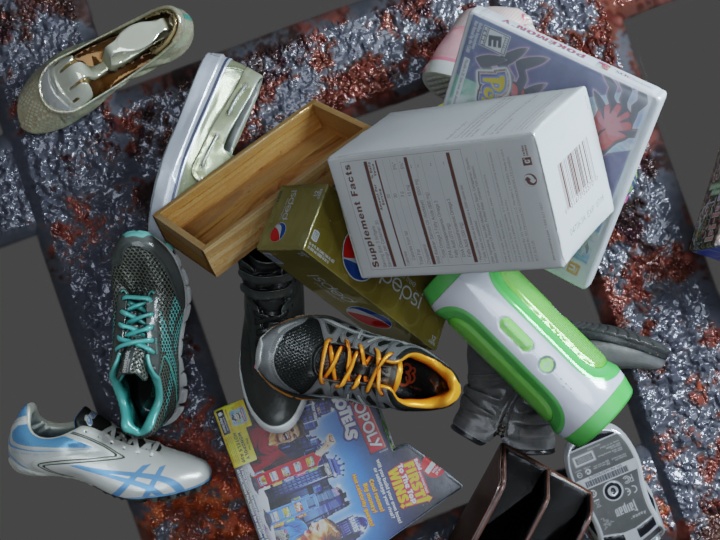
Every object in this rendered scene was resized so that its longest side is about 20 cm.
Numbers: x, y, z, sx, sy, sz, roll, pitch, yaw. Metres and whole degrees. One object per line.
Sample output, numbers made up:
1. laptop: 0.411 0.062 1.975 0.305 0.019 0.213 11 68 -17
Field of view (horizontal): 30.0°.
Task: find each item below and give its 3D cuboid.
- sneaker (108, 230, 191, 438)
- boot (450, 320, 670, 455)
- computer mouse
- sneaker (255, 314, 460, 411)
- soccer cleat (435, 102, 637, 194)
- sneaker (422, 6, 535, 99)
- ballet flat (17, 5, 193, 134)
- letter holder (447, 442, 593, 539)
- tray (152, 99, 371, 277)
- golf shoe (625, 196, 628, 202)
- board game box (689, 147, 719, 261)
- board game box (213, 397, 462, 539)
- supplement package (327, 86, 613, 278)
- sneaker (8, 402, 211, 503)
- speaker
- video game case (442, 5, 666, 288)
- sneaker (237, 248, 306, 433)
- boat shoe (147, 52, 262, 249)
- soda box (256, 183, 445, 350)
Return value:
1. sneaker: -0.200 0.065 1.249 0.077 0.091 0.202 -2 107 7
2. boot: 0.192 0.115 1.294 0.198 0.070 0.133 7 94 8
3. computer mouse: 0.255 0.237 1.294 0.109 0.044 0.202 -21 94 4
4. sneaker: 0.002 0.086 1.207 0.198 0.077 0.079 9 89 -22
5. soccer cleat: 0.156 -0.116 1.215 0.198 0.084 0.065 20 82 8
6. sneaker: 0.168 -0.190 1.277 0.199 0.075 0.105 22 70 11
7. ballet flat: -0.254 -0.202 1.300 0.199 0.062 0.068 -32 88 -1
8. letter holder: 0.123 0.282 1.220 0.100 0.142 0.201 28 100 4
9. tray: -0.087 -0.080 1.252 0.200 0.098 0.037 -39 130 -18
10. golf shoe: 0.157 -0.083 1.297 0.198 0.075 0.092 19 96 9
11. board game box: 0.427 -0.092 1.278 0.158 0.097 0.202 17 88 1
12. board game box: -0.013 0.193 1.285 0.198 0.062 0.202 -20 86 -3
13. supplement package: 0.093 -0.072 1.135 0.199 0.117 0.118 -3 114 35
14. sneaker: -0.238 0.173 1.280 0.198 0.072 0.073 10 103 1
15. speaker: 0.151 0.064 1.219 0.200 0.088 0.088 45 88 4
16. video game case: 0.150 -0.104 1.171 0.181 0.023 0.201 28 127 17
17. sneaker: -0.085 0.044 1.241 0.070 0.099 0.202 -3 66 6
18. boat shoe: -0.150 -0.111 1.292 0.061 0.072 0.202 17 85 6
19. soda box: 0.000 0.000 1.229 0.200 0.064 0.068 38 63 -40
